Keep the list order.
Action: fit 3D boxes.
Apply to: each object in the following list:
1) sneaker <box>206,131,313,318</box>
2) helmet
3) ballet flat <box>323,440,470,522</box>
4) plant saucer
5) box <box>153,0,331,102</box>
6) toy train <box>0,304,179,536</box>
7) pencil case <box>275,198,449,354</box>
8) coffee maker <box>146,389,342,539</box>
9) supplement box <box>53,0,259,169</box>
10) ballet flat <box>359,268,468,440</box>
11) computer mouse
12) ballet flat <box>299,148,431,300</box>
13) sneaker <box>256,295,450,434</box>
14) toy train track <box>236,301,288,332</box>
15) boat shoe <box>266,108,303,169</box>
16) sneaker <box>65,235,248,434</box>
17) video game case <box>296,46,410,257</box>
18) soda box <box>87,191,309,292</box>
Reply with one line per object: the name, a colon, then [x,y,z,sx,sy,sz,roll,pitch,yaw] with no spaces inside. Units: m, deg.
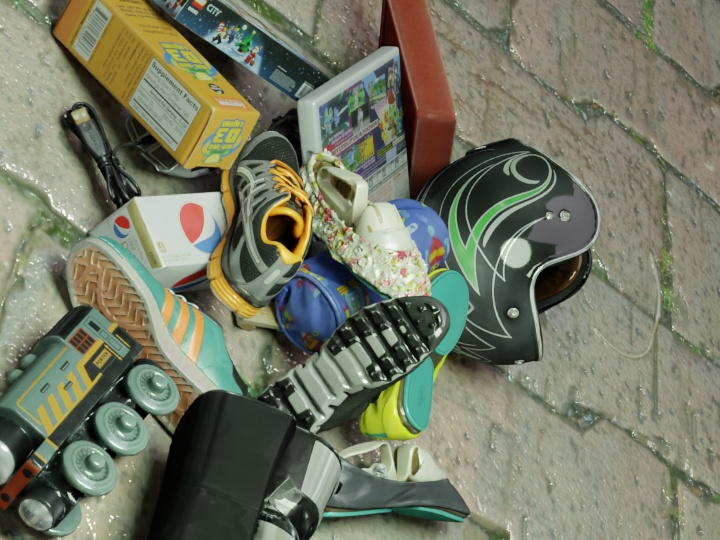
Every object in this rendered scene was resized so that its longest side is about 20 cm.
sneaker: [-0.072,-0.048,1.700,0.078,0.077,0.200,35,39,-29]
helmet: [0.131,-0.011,1.945,0.200,0.191,0.200,43,-11,11]
ballet flat: [0.028,0.184,1.752,0.200,0.073,0.073,10,55,-46]
plant saucer: [0.052,-0.182,2.029,0.037,0.200,0.200,-9,63,-7]
box: [-0.131,-0.231,1.837,0.200,0.038,0.137,31,9,-49]
toy train: [-0.218,0.111,1.499,0.114,0.085,0.200,40,37,-3]
pencil case: [0.000,0.000,1.806,0.087,0.078,0.200,34,39,16]
coffee maker: [-0.117,0.191,1.508,0.192,0.135,0.200,40,36,-23]
supplement box: [-0.177,-0.170,1.728,0.200,0.069,0.066,47,27,26]
ballet flat: [0.042,0.075,1.800,0.067,0.067,0.200,50,39,-27]
computer mouse: [-0.173,-0.106,1.763,0.200,0.044,0.110,-14,61,-53]
ballet flat: [-0.002,-0.042,1.734,0.076,0.064,0.200,-3,32,-38]
sneaker: [-0.001,0.082,1.704,0.067,0.200,0.090,57,19,10]
toy train track: [-0.037,0.054,1.821,0.200,0.033,0.115,12,57,-39]
boat shoe: [-0.059,-0.120,1.876,0.200,0.070,0.066,-22,117,-59]
sneaker: [-0.163,0.049,1.630,0.200,0.071,0.080,56,30,-13]
video game case: [-0.004,-0.101,1.907,0.200,0.023,0.183,-40,130,-58]
soda box: [-0.136,-0.024,1.725,0.200,0.064,0.068,-7,69,-54]
